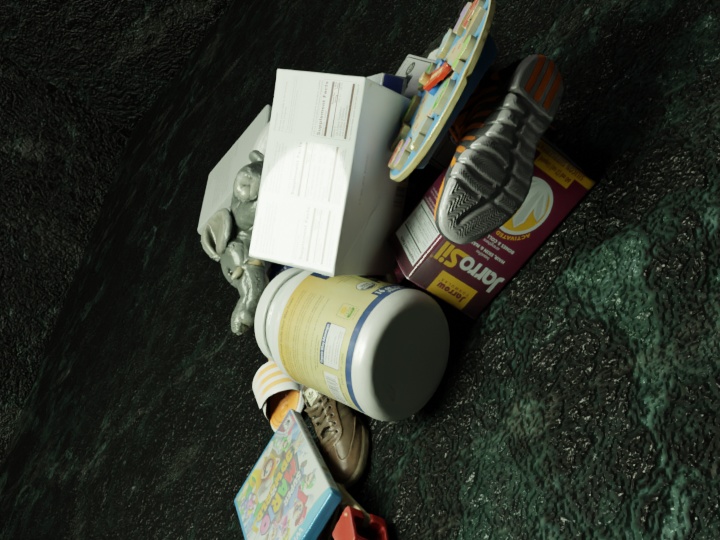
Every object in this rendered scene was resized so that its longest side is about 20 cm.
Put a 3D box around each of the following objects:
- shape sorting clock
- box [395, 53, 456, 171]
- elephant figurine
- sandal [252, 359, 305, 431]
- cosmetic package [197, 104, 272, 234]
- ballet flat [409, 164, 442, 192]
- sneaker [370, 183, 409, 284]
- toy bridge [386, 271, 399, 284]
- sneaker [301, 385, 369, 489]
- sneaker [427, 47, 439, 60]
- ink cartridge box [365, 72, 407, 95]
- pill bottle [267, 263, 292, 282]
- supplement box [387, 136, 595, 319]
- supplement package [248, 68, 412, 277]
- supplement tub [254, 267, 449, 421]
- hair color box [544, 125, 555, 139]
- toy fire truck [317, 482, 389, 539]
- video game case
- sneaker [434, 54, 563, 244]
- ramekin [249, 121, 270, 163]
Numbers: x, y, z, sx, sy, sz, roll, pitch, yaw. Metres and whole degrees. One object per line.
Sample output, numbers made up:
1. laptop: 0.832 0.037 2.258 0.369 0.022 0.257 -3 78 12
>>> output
1. shape sorting clock: 0.076 -0.181 0.768 0.201 0.039 0.200 -57 11 18
2. box: 0.088 -0.201 0.987 0.117 0.060 0.200 -57 26 6
3. elephant figurine: -0.155 -0.042 1.077 0.201 0.141 0.155 -61 -4 16
4. sandal: -0.130 0.155 1.147 0.079 0.059 0.207 -49 29 20
5. cosmetic package: -0.158 -0.140 1.365 0.200 0.166 0.167 -42 31 32
6. ballet flat: 0.119 -0.112 0.993 0.200 0.056 0.067 -129 34 -56
7. sneaker: 0.029 -0.041 1.074 0.096 0.078 0.202 110 169 -60
8. toy bridge: 0.000 0.000 0.988 0.200 0.027 0.067 45 106 25
9. sneaker: -0.042 0.175 0.958 0.070 0.075 0.201 -45 31 26
10. sneaker: 0.110 -0.262 1.152 0.200 0.074 0.088 -26 53 57
11. ink cartridge box: -0.010 -0.152 1.035 0.200 0.043 0.199 -164 83 -67
12. pill bottle: -0.078 0.026 1.123 0.116 0.115 0.200 -56 27 8
13. supplement box: 0.138 -0.062 0.845 0.201 0.110 0.086 -51 30 18
14. supplement package: -0.025 -0.103 0.865 0.110 0.155 0.202 13 96 25
15. supplement tub: -0.014 0.074 0.883 0.199 0.144 0.146 16 76 43
16. hair color box: 0.151 -0.176 0.988 0.102 0.061 0.200 -55 28 9
17. toy fire truck: -0.046 0.289 0.872 0.142 0.048 0.200 -60 26 11
18. video game case: -0.090 0.266 0.903 0.144 0.018 0.200 -58 24 5
19. sneaker: 0.114 -0.111 0.751 0.201 0.077 0.112 -58 24 -15
20. ramekin: -0.064 -0.149 1.195 0.094 0.202 0.204 19 80 51
